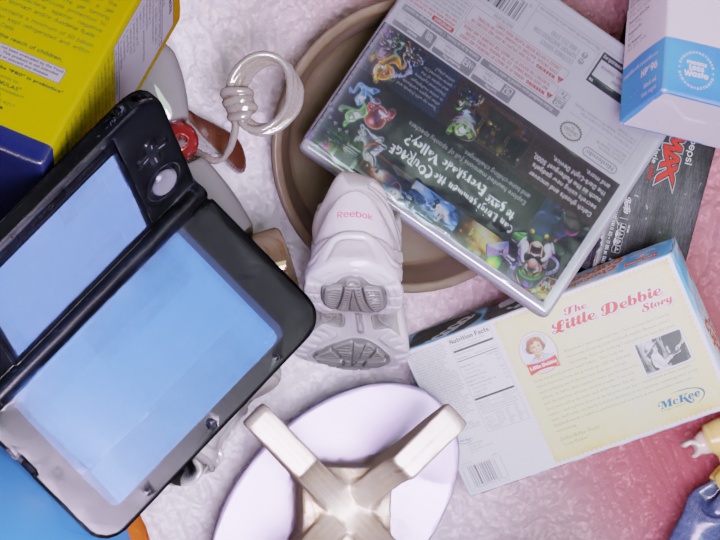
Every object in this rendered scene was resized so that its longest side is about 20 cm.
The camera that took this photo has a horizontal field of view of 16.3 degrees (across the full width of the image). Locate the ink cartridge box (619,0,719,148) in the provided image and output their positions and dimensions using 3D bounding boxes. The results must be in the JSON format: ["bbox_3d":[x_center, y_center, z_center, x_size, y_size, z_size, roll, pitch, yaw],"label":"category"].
[{"bbox_3d":[0.242,-0.187,1.659,0.116,0.068,0.201,12,70,-17],"label":"ink cartridge box"}]

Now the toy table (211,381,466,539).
[{"bbox_3d":[-0.011,0.160,1.642,0.184,0.117,0.200,34,85,-4],"label":"toy table"}]

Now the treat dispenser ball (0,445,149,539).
[{"bbox_3d":[-0.230,0.196,1.575,0.200,0.201,0.202,-2,98,-15],"label":"treat dispenser ball"}]

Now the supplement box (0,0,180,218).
[{"bbox_3d":[-0.198,-0.131,1.532,0.109,0.109,0.200,22,60,7],"label":"supplement box"}]

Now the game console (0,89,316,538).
[{"bbox_3d":[-0.141,0.027,1.482,0.116,0.176,0.200,36,73,25],"label":"game console"}]

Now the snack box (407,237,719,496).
[{"bbox_3d":[0.142,0.067,1.700,0.199,0.037,0.117,-20,104,18],"label":"snack box"}]

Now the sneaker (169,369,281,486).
[{"bbox_3d":[-0.112,0.097,1.615,0.075,0.200,0.081,-39,79,32],"label":"sneaker"}]

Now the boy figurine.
[{"bbox_3d":[0.282,0.144,1.780,0.124,0.064,0.200,37,86,-16],"label":"boy figurine"}]

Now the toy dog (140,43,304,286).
[{"bbox_3d":[-0.108,-0.046,1.648,0.131,0.096,0.201,1,83,-9],"label":"toy dog"}]

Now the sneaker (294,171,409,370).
[{"bbox_3d":[0.000,0.000,1.634,0.078,0.200,0.100,6,66,-3],"label":"sneaker"}]

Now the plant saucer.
[{"bbox_3d":[0.034,-0.085,1.700,0.199,0.029,0.201,-2,98,-14],"label":"plant saucer"}]

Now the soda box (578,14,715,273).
[{"bbox_3d":[0.203,-0.087,1.727,0.071,0.063,0.201,13,94,-17],"label":"soda box"}]

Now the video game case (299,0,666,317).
[{"bbox_3d":[0.090,-0.099,1.662,0.200,0.023,0.182,35,82,-3],"label":"video game case"}]
